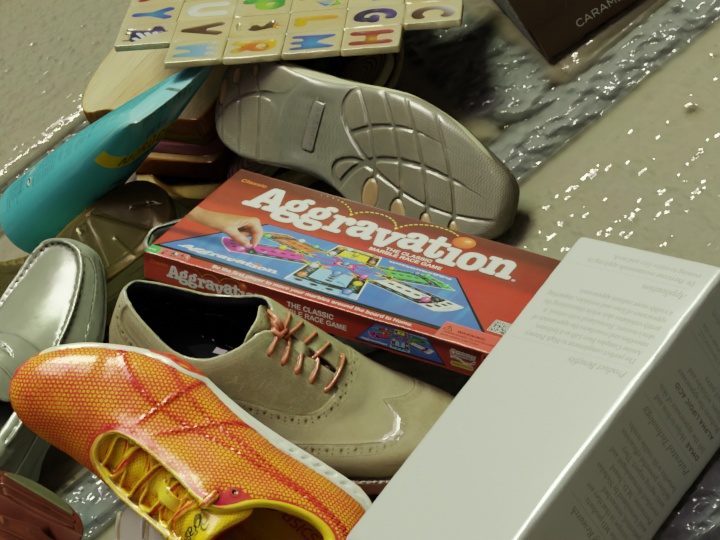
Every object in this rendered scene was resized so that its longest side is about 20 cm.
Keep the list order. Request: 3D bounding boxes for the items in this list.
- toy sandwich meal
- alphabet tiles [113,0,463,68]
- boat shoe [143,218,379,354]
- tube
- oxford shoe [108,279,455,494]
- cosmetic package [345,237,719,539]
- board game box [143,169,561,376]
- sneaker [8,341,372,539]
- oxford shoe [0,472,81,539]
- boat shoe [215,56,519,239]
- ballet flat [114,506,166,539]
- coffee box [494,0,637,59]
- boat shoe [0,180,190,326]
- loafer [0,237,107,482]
[{"bbox_3d":[-0.070,-0.114,1.695,0.205,0.070,0.205,-22,34,16],"label":"toy sandwich meal"},{"bbox_3d":[-0.039,-0.154,1.629,0.200,0.006,0.166,-4,25,6],"label":"alphabet tiles"},{"bbox_3d":[-0.039,0.002,1.530,0.200,0.071,0.072,-5,43,34],"label":"boat shoe"},{"bbox_3d":[-0.150,-0.068,1.639,0.077,0.050,0.200,-49,7,-36],"label":"tube"},{"bbox_3d":[-0.034,0.056,1.394,0.200,0.075,0.071,12,47,7],"label":"oxford shoe"},{"bbox_3d":[0.097,0.083,1.312,0.102,0.074,0.200,15,60,50],"label":"cosmetic package"},{"bbox_3d":[0.000,0.000,1.446,0.200,0.019,0.103,16,32,22],"label":"board game box"},{"bbox_3d":[-0.083,0.097,1.356,0.073,0.200,0.077,-66,-7,28],"label":"sneaker"},{"bbox_3d":[-0.182,0.168,1.422,0.075,0.070,0.200,-59,6,9],"label":"oxford shoe"},{"bbox_3d":[0.012,-0.073,1.563,0.200,0.073,0.075,28,107,30],"label":"boat shoe"},{"bbox_3d":[-0.090,0.125,1.430,0.074,0.074,0.200,-5,44,38],"label":"ballet flat"},{"bbox_3d":[0.105,-0.222,1.670,0.114,0.080,0.200,-35,33,0],"label":"coffee box"},{"bbox_3d":[-0.180,0.021,1.655,0.201,0.063,0.073,-35,54,13],"label":"boat shoe"},{"bbox_3d":[-0.198,0.067,1.557,0.070,0.070,0.200,4,64,32],"label":"loafer"}]
